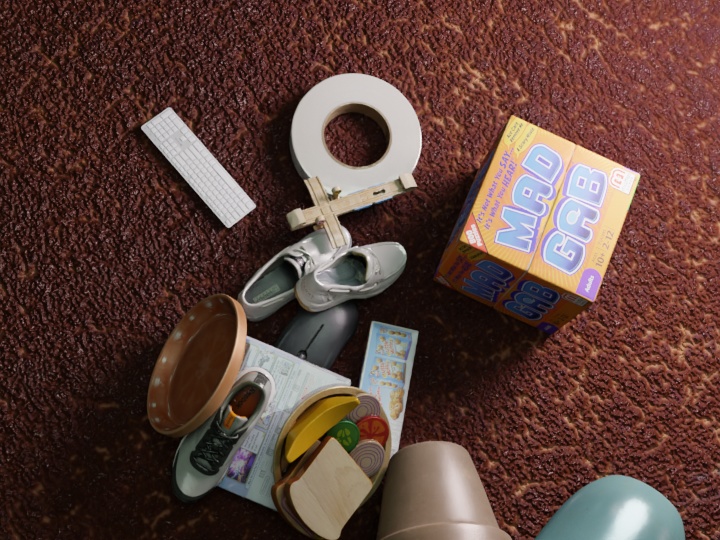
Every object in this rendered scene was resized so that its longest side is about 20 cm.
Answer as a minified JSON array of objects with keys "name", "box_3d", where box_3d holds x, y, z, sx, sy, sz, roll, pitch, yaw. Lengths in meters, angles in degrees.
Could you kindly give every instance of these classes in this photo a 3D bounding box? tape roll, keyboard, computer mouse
[{"name":"tape roll","box_3d":[-0.008,-0.195,1.777,0.200,0.037,0.205,2,74,-8]},{"name":"keyboard","box_3d":[-0.238,-0.152,1.745,0.056,0.011,0.200,-40,83,-16]},{"name":"computer mouse","box_3d":[-0.066,0.109,1.674,0.138,0.053,0.201,29,72,1]}]

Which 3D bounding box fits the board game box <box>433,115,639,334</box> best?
[{"name":"board game box","box_3d":[0.245,-0.058,1.689,0.198,0.200,0.202,24,73,0]}]

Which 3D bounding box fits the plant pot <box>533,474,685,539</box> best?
[{"name":"plant pot","box_3d":[0.341,0.375,1.591,0.200,0.201,0.161,39,61,4]}]

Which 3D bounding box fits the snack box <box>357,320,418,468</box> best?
[{"name":"snack box","box_3d":[0.030,0.176,1.684,0.071,0.024,0.202,12,73,-4]}]

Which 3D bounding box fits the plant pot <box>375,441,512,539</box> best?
[{"name":"plant pot","box_3d":[0.102,0.328,1.581,0.198,0.201,0.176,1,56,-8]}]

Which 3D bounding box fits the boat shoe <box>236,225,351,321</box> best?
[{"name":"boat shoe","box_3d":[-0.093,-0.004,1.695,0.199,0.066,0.072,-32,80,-16]}]

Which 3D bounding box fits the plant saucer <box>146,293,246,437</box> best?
[{"name":"plant saucer","box_3d":[-0.214,0.128,1.585,0.032,0.199,0.202,30,69,-32]}]

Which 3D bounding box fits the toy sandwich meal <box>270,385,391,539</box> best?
[{"name":"toy sandwich meal","box_3d":[-0.031,0.252,1.570,0.203,0.070,0.208,-7,103,-31]}]

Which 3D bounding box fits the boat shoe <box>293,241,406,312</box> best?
[{"name":"boat shoe","box_3d":[0.000,0.000,1.678,0.199,0.069,0.071,-26,77,-38]}]

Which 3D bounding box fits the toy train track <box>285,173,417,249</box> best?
[{"name":"toy train track","box_3d":[-0.010,-0.103,1.709,0.198,0.033,0.116,-19,71,-16]}]

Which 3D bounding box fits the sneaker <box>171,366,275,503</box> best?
[{"name":"sneaker","box_3d":[-0.184,0.213,1.555,0.074,0.079,0.201,33,88,-2]}]

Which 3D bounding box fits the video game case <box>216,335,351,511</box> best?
[{"name":"video game case","box_3d":[-0.132,0.208,1.618,0.180,0.045,0.202,23,87,-2]}]
